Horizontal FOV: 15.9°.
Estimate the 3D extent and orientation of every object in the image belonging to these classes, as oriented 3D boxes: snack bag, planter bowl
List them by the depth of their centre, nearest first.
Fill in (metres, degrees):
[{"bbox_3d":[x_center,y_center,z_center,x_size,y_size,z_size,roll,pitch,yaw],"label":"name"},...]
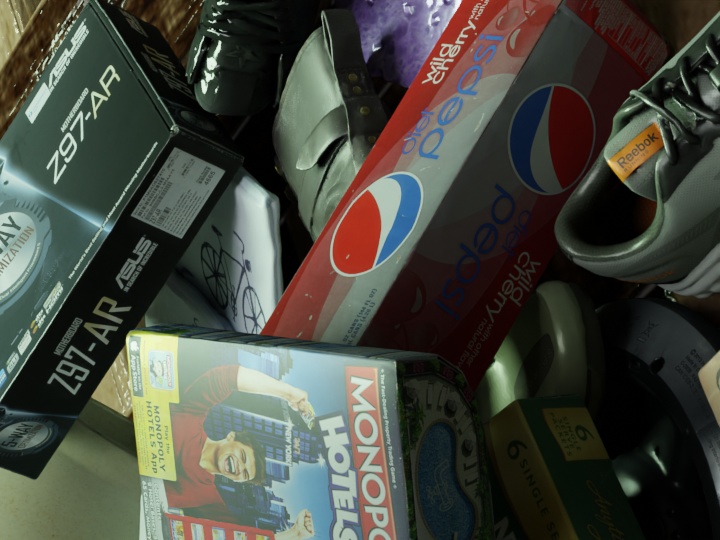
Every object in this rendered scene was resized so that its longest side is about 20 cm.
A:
[{"bbox_3d":[-0.077,0.021,1.315,0.189,0.021,0.200,-136,41,-57],"label":"snack bag"},{"bbox_3d":[-0.159,0.141,1.369,0.200,0.200,0.135,35,95,51],"label":"planter bowl"}]

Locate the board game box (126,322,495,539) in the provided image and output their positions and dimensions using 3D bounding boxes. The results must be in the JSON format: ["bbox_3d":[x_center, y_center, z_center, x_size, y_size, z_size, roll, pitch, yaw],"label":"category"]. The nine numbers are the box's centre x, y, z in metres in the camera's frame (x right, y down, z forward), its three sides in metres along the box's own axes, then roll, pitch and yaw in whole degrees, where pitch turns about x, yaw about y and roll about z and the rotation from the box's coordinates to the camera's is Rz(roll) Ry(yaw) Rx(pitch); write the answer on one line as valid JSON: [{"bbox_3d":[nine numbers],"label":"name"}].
[{"bbox_3d":[0.006,0.121,0.964,0.200,0.062,0.200,5,104,44],"label":"board game box"}]

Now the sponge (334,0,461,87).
[{"bbox_3d":[0.031,-0.185,1.180,0.112,0.030,0.200,21,110,56],"label":"sponge"}]

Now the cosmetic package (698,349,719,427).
[{"bbox_3d":[0.207,0.095,0.864,0.087,0.103,0.200,-52,49,47],"label":"cosmetic package"}]

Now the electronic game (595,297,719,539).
[{"bbox_3d":[0.120,0.111,1.049,0.200,0.042,0.200,176,90,-65],"label":"electronic game"}]

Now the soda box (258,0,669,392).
[{"bbox_3d":[0.043,-0.031,1.052,0.070,0.063,0.200,14,69,55],"label":"soda box"}]

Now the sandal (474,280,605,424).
[{"bbox_3d":[0.044,0.074,1.089,0.201,0.057,0.080,113,145,-45],"label":"sandal"}]

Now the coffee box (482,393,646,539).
[{"bbox_3d":[0.035,0.149,1.034,0.200,0.044,0.123,-39,62,37],"label":"coffee box"}]

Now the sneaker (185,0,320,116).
[{"bbox_3d":[-0.048,-0.118,1.213,0.200,0.060,0.104,-60,-15,-85],"label":"sneaker"}]

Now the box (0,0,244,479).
[{"bbox_3d":[-0.149,-0.019,1.304,0.200,0.044,0.160,-55,34,15],"label":"box"}]

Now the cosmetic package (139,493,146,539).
[{"bbox_3d":[-0.057,0.197,1.252,0.101,0.071,0.200,48,145,39],"label":"cosmetic package"}]

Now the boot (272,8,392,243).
[{"bbox_3d":[0.000,0.000,1.201,0.200,0.069,0.174,106,149,-43],"label":"boot"}]

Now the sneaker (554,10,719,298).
[{"bbox_3d":[0.143,-0.060,0.972,0.200,0.079,0.074,-58,45,39],"label":"sneaker"}]
